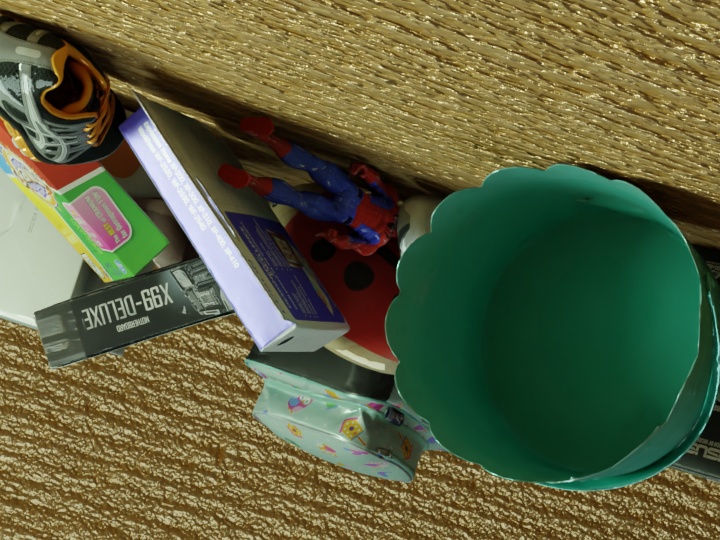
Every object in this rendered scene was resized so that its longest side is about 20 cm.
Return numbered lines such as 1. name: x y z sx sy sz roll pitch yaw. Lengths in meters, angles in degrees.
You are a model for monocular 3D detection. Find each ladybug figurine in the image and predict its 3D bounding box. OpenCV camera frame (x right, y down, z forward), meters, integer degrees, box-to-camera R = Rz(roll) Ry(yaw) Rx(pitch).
1. ladybug figurine: 0.000 0.000 1.574 0.200 0.072 0.135 41 -133 17

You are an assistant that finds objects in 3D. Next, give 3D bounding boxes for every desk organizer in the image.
1. desk organizer: -0.152 -0.037 1.797 0.071 0.078 0.200 16 -171 15

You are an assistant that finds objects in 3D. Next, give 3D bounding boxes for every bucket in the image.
1. bucket: 0.132 0.040 1.236 0.206 0.209 0.135 15 179 26

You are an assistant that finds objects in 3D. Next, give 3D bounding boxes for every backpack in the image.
1. backpack: 0.012 0.106 1.781 0.175 0.155 0.199 11 174 40

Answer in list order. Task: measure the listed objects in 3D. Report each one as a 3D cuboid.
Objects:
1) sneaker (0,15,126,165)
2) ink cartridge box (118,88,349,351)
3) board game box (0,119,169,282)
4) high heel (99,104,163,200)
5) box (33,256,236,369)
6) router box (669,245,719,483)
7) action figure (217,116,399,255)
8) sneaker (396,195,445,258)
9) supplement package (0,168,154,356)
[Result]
1. sneaker: -0.206 -0.118 1.373 0.077 0.079 0.200 11 172 21
2. ink cartridge box: -0.097 -0.031 1.435 0.199 0.043 0.200 56 -172 10
3. board game box: -0.245 -0.079 1.577 0.200 0.040 0.153 49 167 -9
4. high heel: -0.172 -0.101 1.637 0.199 0.068 0.096 24 -162 -29
5. box: -0.163 0.025 1.601 0.156 0.050 0.200 -18 -178 6
6. router box: 0.212 0.058 1.375 0.199 0.151 0.062 13 173 40
7. action figure: -0.018 -0.053 1.472 0.051 0.066 0.199 18 175 42
8. sneaker: 0.106 -0.016 1.525 0.087 0.075 0.199 -10 160 42
9. supplement package: -0.276 -0.042 1.781 0.146 0.193 0.200 17 175 11
